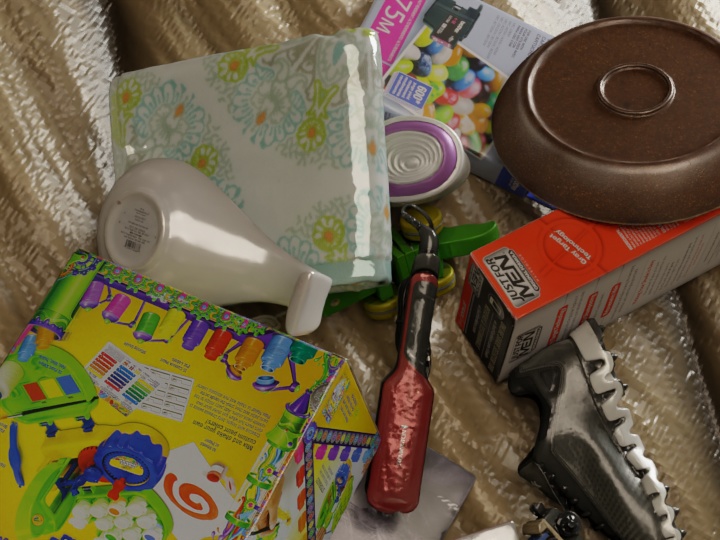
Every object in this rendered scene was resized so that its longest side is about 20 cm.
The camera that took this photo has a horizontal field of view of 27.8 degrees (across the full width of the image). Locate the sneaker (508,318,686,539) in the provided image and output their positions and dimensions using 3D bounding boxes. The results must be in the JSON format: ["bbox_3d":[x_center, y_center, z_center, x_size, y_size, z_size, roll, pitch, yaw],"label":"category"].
[{"bbox_3d":[0.155,0.140,0.978,0.090,0.066,0.201,-21,82,2],"label":"sneaker"}]

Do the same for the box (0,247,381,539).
[{"bbox_3d":[-0.125,0.123,0.880,0.199,0.122,0.193,21,67,22],"label":"box"}]

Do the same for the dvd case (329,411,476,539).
[{"bbox_3d":[-0.042,0.149,0.970,0.199,0.016,0.149,31,69,4],"label":"dvd case"}]

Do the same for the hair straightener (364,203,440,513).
[{"bbox_3d":[0.027,0.057,0.967,0.041,0.077,0.202,3,88,-2],"label":"hair straightener"}]

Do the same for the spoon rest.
[{"bbox_3d":[-0.094,-0.007,0.925,0.199,0.060,0.100,23,98,35],"label":"spoon rest"}]

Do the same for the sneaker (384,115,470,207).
[{"bbox_3d":[-0.018,-0.068,1.029,0.198,0.100,0.076,2,88,16],"label":"sneaker"}]

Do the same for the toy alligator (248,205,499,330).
[{"bbox_3d":[0.000,0.000,1.015,0.199,0.060,0.054,-23,31,-10],"label":"toy alligator"}]

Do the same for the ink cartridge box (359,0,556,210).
[{"bbox_3d":[0.088,-0.137,1.082,0.199,0.042,0.120,27,69,1],"label":"ink cartridge box"}]

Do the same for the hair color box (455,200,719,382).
[{"bbox_3d":[0.168,-0.008,1.008,0.199,0.102,0.061,-26,66,-17],"label":"hair color box"}]

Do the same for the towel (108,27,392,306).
[{"bbox_3d":[-0.076,-0.063,0.970,0.198,0.048,0.173,-7,83,20],"label":"towel"}]

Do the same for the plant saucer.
[{"bbox_3d":[0.190,-0.115,1.005,0.198,0.035,0.201,-3,49,4],"label":"plant saucer"}]

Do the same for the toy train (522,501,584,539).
[{"bbox_3d":[0.171,0.234,0.945,0.046,0.034,0.200,-40,89,-19],"label":"toy train"}]

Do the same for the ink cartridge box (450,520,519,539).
[{"bbox_3d":[0.034,0.274,0.920,0.198,0.045,0.177,-15,73,-13],"label":"ink cartridge box"}]
